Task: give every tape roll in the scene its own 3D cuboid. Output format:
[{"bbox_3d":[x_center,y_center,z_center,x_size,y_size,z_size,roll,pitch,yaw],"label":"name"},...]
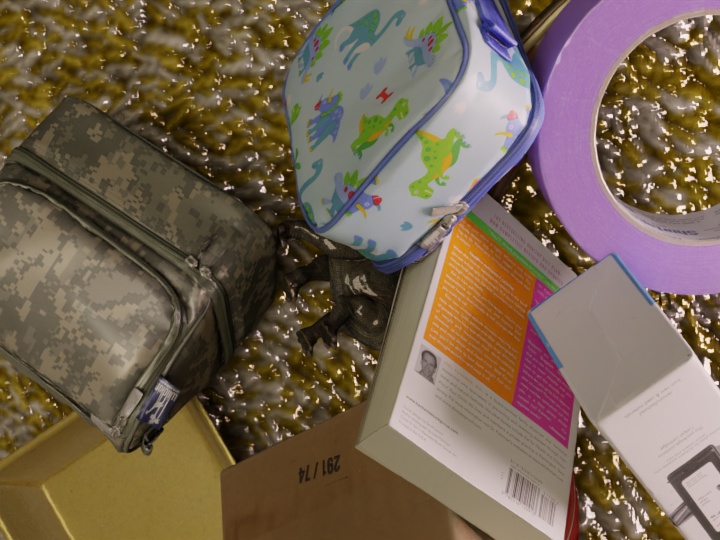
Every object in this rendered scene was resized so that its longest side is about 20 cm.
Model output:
[{"bbox_3d":[0.201,-0.090,0.781,0.198,0.066,0.202,-1,106,-2],"label":"tape roll"}]

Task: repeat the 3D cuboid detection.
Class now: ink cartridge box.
[{"bbox_3d":[0.191,0.098,0.769,0.068,0.116,0.200,-36,122,8],"label":"ink cartridge box"}]

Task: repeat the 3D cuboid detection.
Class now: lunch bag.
[{"bbox_3d":[-0.172,0.009,0.873,0.199,0.140,0.168,34,68,11],"label":"lunch bag"},{"bbox_3d":[0.030,-0.110,0.799,0.082,0.201,0.161,28,120,-29],"label":"lunch bag"}]

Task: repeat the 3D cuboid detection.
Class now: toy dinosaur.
[{"bbox_3d":[0.000,0.000,0.889,0.102,0.077,0.201,-19,74,-23],"label":"toy dinosaur"}]

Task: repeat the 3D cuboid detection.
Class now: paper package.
[{"bbox_3d":[0.016,0.186,0.818,0.199,0.103,0.192,-31,50,32],"label":"paper package"}]

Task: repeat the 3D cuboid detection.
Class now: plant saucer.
[{"bbox_3d":[-0.158,0.190,0.963,0.199,0.048,0.201,-33,85,17],"label":"plant saucer"}]

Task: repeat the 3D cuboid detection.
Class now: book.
[{"bbox_3d":[0.079,0.055,0.783,0.133,0.201,0.048,36,134,-18],"label":"book"}]

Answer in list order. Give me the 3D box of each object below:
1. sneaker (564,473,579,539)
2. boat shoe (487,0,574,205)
[{"bbox_3d":[0.120,0.217,0.871,0.078,0.116,0.202,-2,62,28],"label":"sneaker"},{"bbox_3d":[0.110,-0.106,0.846,0.067,0.072,0.201,37,108,1],"label":"boat shoe"}]
